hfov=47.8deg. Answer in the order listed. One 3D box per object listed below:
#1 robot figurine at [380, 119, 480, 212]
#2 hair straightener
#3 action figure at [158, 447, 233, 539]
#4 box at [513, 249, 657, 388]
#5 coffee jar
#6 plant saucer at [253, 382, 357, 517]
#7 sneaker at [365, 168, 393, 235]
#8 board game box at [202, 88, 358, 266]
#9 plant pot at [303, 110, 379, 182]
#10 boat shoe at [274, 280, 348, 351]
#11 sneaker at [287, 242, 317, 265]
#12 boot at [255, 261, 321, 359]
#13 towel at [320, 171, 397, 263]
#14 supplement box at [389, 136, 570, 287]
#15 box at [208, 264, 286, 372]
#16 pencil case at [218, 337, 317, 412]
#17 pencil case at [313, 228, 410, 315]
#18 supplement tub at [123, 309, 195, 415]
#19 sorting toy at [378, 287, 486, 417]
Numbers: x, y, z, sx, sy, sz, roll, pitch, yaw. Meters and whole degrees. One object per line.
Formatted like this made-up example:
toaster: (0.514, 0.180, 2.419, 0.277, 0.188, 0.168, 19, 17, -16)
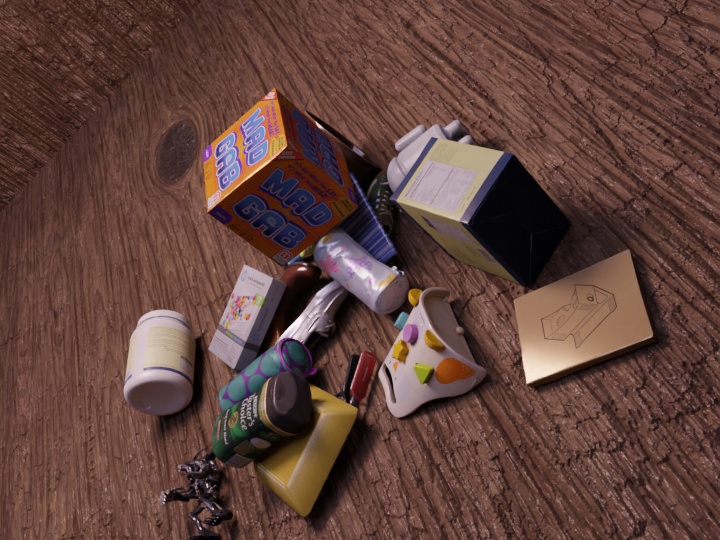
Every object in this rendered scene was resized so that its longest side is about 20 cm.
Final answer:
robot figurine: (0.133, -0.202, 1.574, 0.200, 0.113, 0.170, -39, 64, 16)
hair straightener: (-0.025, 0.241, 1.439, 0.077, 0.041, 0.200, -19, 51, 50)
action figure: (-0.309, 0.409, 1.527, 0.119, 0.102, 0.200, -54, 37, 15)
box: (0.330, 0.072, 1.220, 0.200, 0.021, 0.164, -27, 43, 28)
coffee jar: (-0.170, 0.259, 1.414, 0.200, 0.085, 0.104, -37, 36, 32)
plant saucer: (-0.111, 0.300, 1.424, 0.200, 0.048, 0.200, 13, 74, 59)
sneaker: (0.042, -0.106, 1.630, 0.090, 0.067, 0.200, 25, 85, 51)
board game box: (-0.156, -0.174, 1.548, 0.200, 0.200, 0.200, -36, 40, 19)
plant pot: (-0.098, -0.208, 1.764, 0.198, 0.200, 0.200, -51, 37, 10)
boat shoe: (-0.080, 0.104, 1.585, 0.065, 0.074, 0.200, 44, 99, 23)
sneaker: (-0.170, -0.076, 1.811, 0.105, 0.076, 0.200, -48, 38, 5)
boot: (-0.162, 0.090, 1.670, 0.188, 0.068, 0.200, -18, 48, 35)
towel: (-0.016, -0.075, 1.600, 0.145, 0.024, 0.200, -44, 65, 35)
supplement box: (0.197, -0.099, 1.351, 0.200, 0.200, 0.134, 25, 78, 51)
box: (-0.237, 0.099, 1.695, 0.156, 0.041, 0.200, 21, 86, 58)
pencil case: (-0.180, 0.213, 1.553, 0.200, 0.092, 0.085, -40, 6, 30)
pencil case: (0.000, 0.000, 1.518, 0.200, 0.083, 0.091, 36, 130, 35)
supplement tub: (-0.439, 0.201, 1.795, 0.145, 0.145, 0.200, -32, 41, 23)
sorting toy: (0.093, 0.147, 1.361, 0.180, 0.107, 0.200, -55, 33, 27)
